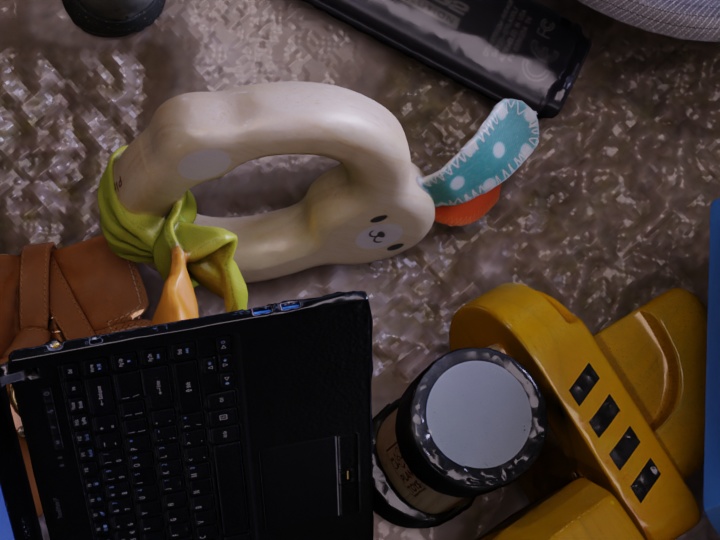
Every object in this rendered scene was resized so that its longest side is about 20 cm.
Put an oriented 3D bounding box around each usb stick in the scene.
[{"bbox_3d":[0.010,-0.133,0.876,0.199,0.033,0.056,27,69,-1],"label":"usb stick"}]

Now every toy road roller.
[{"bbox_3d":[0.101,0.096,0.792,0.146,0.123,0.200,-30,82,-17],"label":"toy road roller"}]

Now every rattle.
[{"bbox_3d":[0.000,0.000,0.785,0.199,0.130,0.143,9,38,-33],"label":"rattle"}]

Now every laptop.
[{"bbox_3d":[-0.082,0.115,0.678,0.199,0.178,0.104,-10,50,-8],"label":"laptop"}]

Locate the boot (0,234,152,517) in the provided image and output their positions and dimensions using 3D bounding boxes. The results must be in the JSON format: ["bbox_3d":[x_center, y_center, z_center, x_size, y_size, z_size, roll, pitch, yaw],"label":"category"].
[{"bbox_3d":[-0.141,0.085,0.789,0.154,0.074,0.201,-16,83,-15],"label":"boot"}]

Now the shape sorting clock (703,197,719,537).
[{"bbox_3d":[0.175,0.058,0.778,0.039,0.200,0.201,-7,76,24],"label":"shape sorting clock"}]

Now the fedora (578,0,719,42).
[{"bbox_3d":[0.155,-0.167,0.865,0.199,0.090,0.177,24,72,17],"label":"fedora"}]

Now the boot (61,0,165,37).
[{"bbox_3d":[-0.118,-0.209,0.824,0.067,0.131,0.201,-14,80,-11],"label":"boot"}]
